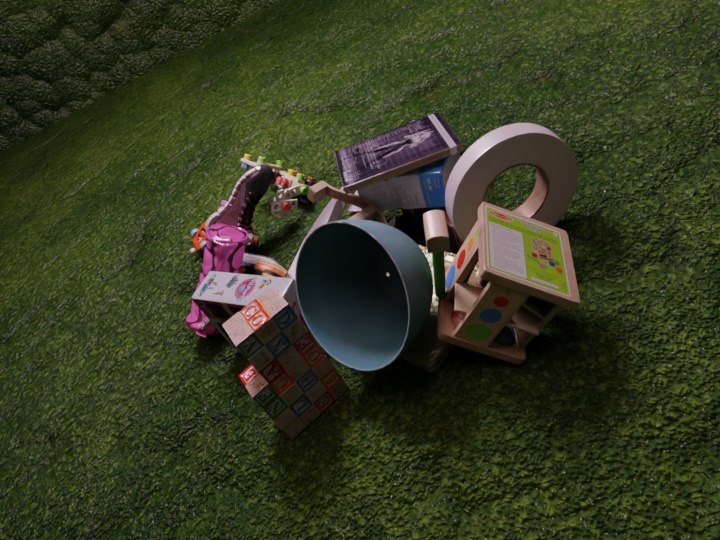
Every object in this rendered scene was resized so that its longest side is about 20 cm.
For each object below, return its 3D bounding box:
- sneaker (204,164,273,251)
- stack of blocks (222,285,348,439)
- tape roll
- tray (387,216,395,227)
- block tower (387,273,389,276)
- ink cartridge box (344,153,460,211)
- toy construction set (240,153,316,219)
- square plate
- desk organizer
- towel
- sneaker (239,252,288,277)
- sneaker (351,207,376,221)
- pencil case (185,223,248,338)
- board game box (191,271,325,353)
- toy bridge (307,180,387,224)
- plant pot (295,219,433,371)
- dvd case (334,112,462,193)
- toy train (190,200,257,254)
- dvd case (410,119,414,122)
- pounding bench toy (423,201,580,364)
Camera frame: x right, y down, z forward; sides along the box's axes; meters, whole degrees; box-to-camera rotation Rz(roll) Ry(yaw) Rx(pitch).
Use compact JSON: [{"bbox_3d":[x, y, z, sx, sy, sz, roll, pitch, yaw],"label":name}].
[{"bbox_3d":[-0.226,-0.108,1.133,0.200,0.075,0.116,-46,62,19],"label":"sneaker"},{"bbox_3d":[-0.111,0.134,0.786,0.115,0.201,0.058,-39,40,-12],"label":"stack of blocks"},{"bbox_3d":[0.224,-0.117,0.830,0.201,0.204,0.037,-27,40,6],"label":"tape roll"},{"bbox_3d":[0.000,0.000,0.963,0.201,0.022,0.107,-55,2,-25],"label":"tray"},{"bbox_3d":[0.026,0.040,0.910,0.057,0.054,0.201,14,57,41],"label":"block tower"},{"bbox_3d":[0.067,-0.165,0.968,0.197,0.068,0.117,-1,40,28],"label":"ink cartridge box"},{"bbox_3d":[-0.178,-0.193,1.235,0.200,0.130,0.093,52,121,42],"label":"toy construction set"},{"bbox_3d":[-0.089,-0.032,1.012,0.200,0.028,0.200,-47,18,49],"label":"square plate"},{"bbox_3d":[0.142,-0.112,0.980,0.077,0.072,0.200,-35,39,-8],"label":"desk organizer"},{"bbox_3d":[0.103,0.051,0.849,0.147,0.037,0.201,18,61,33],"label":"towel"},{"bbox_3d":[-0.236,0.016,1.090,0.197,0.070,0.091,6,70,33],"label":"sneaker"},{"bbox_3d":[-0.003,-0.054,0.990,0.069,0.076,0.201,15,38,12],"label":"sneaker"},{"bbox_3d":[-0.264,0.019,1.023,0.089,0.203,0.094,15,15,0],"label":"pencil case"},{"bbox_3d":[-0.163,0.079,0.920,0.197,0.148,0.065,2,48,36],"label":"board game box"},{"bbox_3d":[0.002,-0.086,0.930,0.199,0.027,0.067,40,53,19],"label":"toy bridge"},{"bbox_3d":[0.025,0.019,0.774,0.198,0.204,0.134,10,21,39],"label":"plant pot"},{"bbox_3d":[0.058,-0.200,0.932,0.197,0.016,0.150,-20,35,4],"label":"dvd case"},{"bbox_3d":[-0.300,-0.066,1.244,0.199,0.055,0.152,38,101,39],"label":"toy train"},{"bbox_3d":[0.108,-0.250,1.190,0.148,0.016,0.200,-37,39,-5],"label":"dvd case"},{"bbox_3d":[0.147,0.013,0.724,0.197,0.157,0.125,18,46,-8],"label":"pounding bench toy"}]
